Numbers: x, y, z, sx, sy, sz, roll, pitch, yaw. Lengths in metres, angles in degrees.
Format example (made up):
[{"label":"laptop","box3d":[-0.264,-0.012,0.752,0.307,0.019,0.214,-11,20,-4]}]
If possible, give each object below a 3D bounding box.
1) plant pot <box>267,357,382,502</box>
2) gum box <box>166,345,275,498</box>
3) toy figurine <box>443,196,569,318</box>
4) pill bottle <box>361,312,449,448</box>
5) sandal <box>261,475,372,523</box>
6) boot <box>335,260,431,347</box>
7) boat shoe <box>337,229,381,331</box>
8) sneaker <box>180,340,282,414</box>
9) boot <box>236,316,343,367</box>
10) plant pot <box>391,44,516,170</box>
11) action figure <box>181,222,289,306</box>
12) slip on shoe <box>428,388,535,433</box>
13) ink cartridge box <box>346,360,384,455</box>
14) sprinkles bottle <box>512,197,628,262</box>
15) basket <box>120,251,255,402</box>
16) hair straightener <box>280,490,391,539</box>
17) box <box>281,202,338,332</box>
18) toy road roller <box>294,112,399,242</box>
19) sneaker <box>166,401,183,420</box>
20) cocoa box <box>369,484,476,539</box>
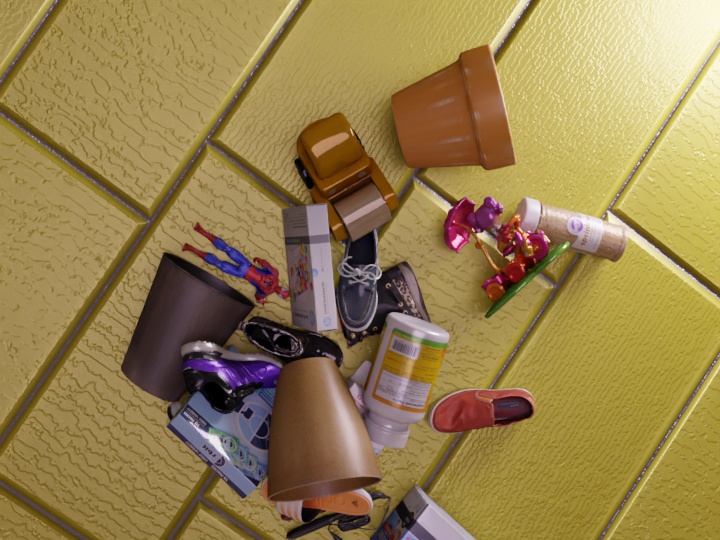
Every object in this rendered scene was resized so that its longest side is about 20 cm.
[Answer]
[{"label":"plant pot","box3d":[-0.073,0.250,1.539,0.182,0.187,0.204,-9,71,-7]},{"label":"gum box","box3d":[-0.202,0.244,1.580,0.170,0.201,0.044,45,124,-7]},{"label":"toy figurine","box3d":[0.228,-0.051,1.646,0.185,0.150,0.200,49,127,5]},{"label":"pill bottle","box3d":[0.066,0.182,1.582,0.109,0.111,0.204,17,96,-8]},{"label":"sandal","box3d":[-0.082,0.388,1.622,0.202,0.059,0.081,3,120,20]},{"label":"boot","box3d":[0.046,0.101,1.664,0.148,0.073,0.204,-17,91,-8]},{"label":"boat shoe","box3d":[0.000,0.000,1.621,0.073,0.062,0.204,8,66,5]},{"label":"sneaker","box3d":[-0.203,0.184,1.546,0.198,0.069,0.101,18,54,-39]},{"label":"boot","box3d":[-0.113,0.127,1.591,0.196,0.174,0.071,19,86,-8]},{"label":"plant pot","box3d":[0.152,-0.255,1.618,0.180,0.200,0.204,-14,94,9]},{"label":"action figure","box3d":[-0.203,-0.004,1.618,0.198,0.099,0.066,31,89,-10]},{"label":"slip on shoe","box3d":[0.216,0.247,1.699,0.196,0.061,0.076,-6,95,-6]},{"label":"ink cartridge box","box3d":[-0.011,0.269,1.665,0.116,0.067,0.201,40,87,-7]},{"label":"sprinkles bottle","box3d":[0.371,-0.072,1.704,0.196,0.068,0.070,15,90,-8]},{"label":"basket","box3d":[-0.297,0.102,1.591,0.179,0.136,0.202,29,93,-24]},{"label":"hair straightener","box3d":[-0.037,0.438,1.688,0.196,0.041,0.079,-14,94,-11]},{"label":"box","box3d":[-0.085,-0.006,1.599,0.040,0.156,0.205,-7,94,-19]},{"label":"toy road roller","box3d":[-0.033,-0.164,1.585,0.121,0.146,0.202,-29,67,-5]},{"label":"sneaker","box3d":[-0.242,0.265,1.616,0.200,0.075,0.082,42,76,-35]},{"label":"cocoa box","box3d":[0.133,0.498,1.660,0.200,0.133,0.132,43,87,-7]}]
